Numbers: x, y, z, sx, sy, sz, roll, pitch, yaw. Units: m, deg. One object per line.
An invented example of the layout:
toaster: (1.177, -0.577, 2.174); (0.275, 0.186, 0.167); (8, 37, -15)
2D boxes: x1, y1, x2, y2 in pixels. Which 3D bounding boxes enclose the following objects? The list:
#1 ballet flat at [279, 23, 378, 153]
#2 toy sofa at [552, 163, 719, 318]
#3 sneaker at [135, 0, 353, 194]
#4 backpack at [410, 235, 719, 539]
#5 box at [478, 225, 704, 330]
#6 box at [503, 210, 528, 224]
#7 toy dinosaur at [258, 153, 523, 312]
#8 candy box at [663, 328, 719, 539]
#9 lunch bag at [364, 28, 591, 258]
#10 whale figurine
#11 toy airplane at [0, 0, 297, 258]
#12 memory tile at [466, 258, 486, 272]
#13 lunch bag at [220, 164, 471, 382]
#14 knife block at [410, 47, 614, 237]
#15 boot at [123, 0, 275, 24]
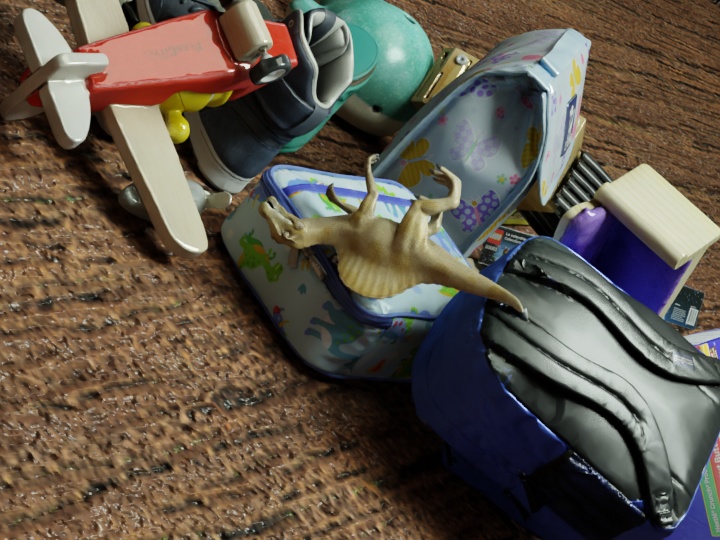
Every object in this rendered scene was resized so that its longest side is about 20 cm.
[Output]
ballet flat: (-0.045, -0.150, 1.697); (0.067, 0.071, 0.200); (38, 30, 1)
toy sofa: (0.174, 0.027, 1.498); (0.083, 0.201, 0.097); (44, 45, 19)
sneaker: (-0.085, -0.181, 1.535); (0.077, 0.146, 0.204); (2, 58, -53)
backpack: (0.130, 0.094, 1.420); (0.200, 0.168, 0.163); (41, 45, -13)
box: (0.208, 0.007, 1.804); (0.136, 0.038, 0.200); (19, 1, 29)
box: (0.167, -0.086, 1.994); (0.075, 0.050, 0.199); (53, 23, 19)
toy dinosaur: (0.032, -0.019, 1.388); (0.198, 0.058, 0.102); (18, 58, 15)
candy box: (0.301, 0.138, 1.709); (0.200, 0.076, 0.171); (-9, 88, -62)
lunch bag: (0.108, -0.105, 1.672); (0.127, 0.200, 0.170); (42, 23, -1)
whale figurine: (0.004, -0.217, 1.859); (0.158, 0.104, 0.201); (29, 29, -33)
toy airplane: (-0.160, -0.127, 1.408); (0.198, 0.141, 0.201); (29, 61, -11)
memory tile: (0.043, -0.014, 1.691); (0.153, 0.017, 0.200); (48, 22, 8)
lunch bag: (0.000, 0.000, 1.493); (0.199, 0.083, 0.161); (8, 41, -52)
knife block: (0.143, -0.098, 1.850); (0.199, 0.064, 0.176); (30, -20, 11)
boot: (-0.152, -0.240, 1.689); (0.130, 0.068, 0.201); (4, 44, -51)
